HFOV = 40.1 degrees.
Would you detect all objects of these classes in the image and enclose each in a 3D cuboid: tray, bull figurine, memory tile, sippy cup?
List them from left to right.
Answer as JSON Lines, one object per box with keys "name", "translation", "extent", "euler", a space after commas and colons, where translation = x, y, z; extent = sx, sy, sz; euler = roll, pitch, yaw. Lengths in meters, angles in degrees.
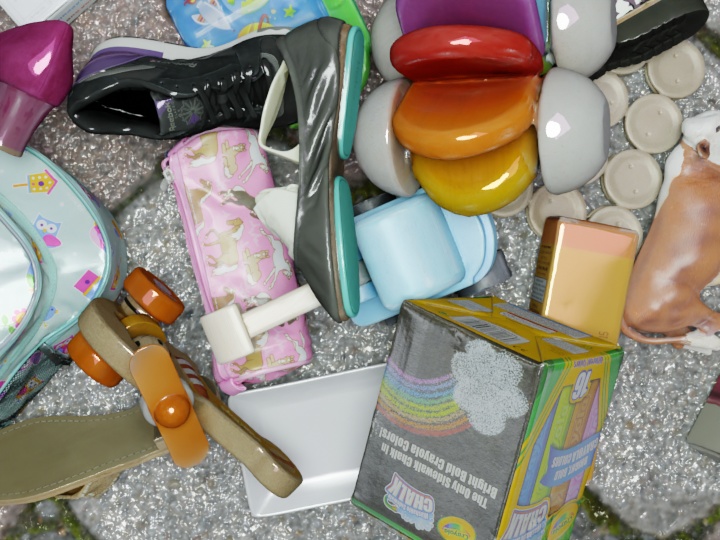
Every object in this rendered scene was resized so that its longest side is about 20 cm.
{"name": "sippy cup", "translation": [-0.074, -0.204, 0.761], "extent": [0.130, 0.140, 0.179], "euler": [-26, 55, 7]}
{"name": "tray", "translation": [0.000, 0.128, 0.794], "extent": [0.198, 0.022, 0.108], "euler": [-11, 103, -3]}
{"name": "memory tile", "translation": [0.189, -0.118, 0.820], "extent": [0.152, 0.017, 0.201], "euler": [22, 88, -2]}
{"name": "bull figurine", "translation": [0.278, -0.028, 0.795], "extent": [0.121, 0.065, 0.201], "euler": [25, 94, -7]}

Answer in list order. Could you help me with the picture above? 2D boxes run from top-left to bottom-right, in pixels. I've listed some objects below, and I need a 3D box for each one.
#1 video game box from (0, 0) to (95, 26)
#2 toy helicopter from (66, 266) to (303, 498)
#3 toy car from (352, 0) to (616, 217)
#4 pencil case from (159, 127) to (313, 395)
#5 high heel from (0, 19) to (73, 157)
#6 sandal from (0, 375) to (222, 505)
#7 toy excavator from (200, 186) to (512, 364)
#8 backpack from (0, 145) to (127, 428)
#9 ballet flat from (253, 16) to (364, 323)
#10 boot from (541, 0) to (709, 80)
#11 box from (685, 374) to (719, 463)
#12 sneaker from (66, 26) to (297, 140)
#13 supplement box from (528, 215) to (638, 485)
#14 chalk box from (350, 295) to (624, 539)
{"name": "video game box", "translation": [-0.257, -0.316, 0.791], "extent": [0.182, 0.047, 0.200], "euler": [-41, 91, -1]}
{"name": "toy helicopter", "translation": [-0.114, 0.092, 0.687], "extent": [0.200, 0.132, 0.079], "euler": [43, 89, -14]}
{"name": "toy car", "translation": [0.076, -0.146, 0.663], "extent": [0.174, 0.150, 0.202], "euler": [0, 64, 23]}
{"name": "pencil case", "translation": [-0.096, -0.009, 0.771], "extent": [0.086, 0.083, 0.202], "euler": [-15, 90, 0]}
{"name": "high heel", "translation": [-0.257, -0.158, 0.726], "extent": [0.067, 0.200, 0.097], "euler": [24, 101, -45]}
{"name": "sandal", "translation": [-0.203, 0.151, 0.768], "extent": [0.210, 0.078, 0.070], "euler": [-18, 133, -6]}
{"name": "toy excavator", "translation": [0.000, 0.000, 0.722], "extent": [0.193, 0.200, 0.101], "euler": [-22, 89, 18]}
{"name": "backpack", "translation": [-0.278, 0.002, 0.731], "extent": [0.200, 0.153, 0.176], "euler": [-44, 86, -11]}
{"name": "ballet flat", "translation": [-0.033, -0.066, 0.652], "extent": [0.068, 0.068, 0.202], "euler": [0, 83, 11]}
{"name": "boot", "translation": [0.155, -0.217, 0.789], "extent": [0.199, 0.078, 0.139], "euler": [-21, 74, 0]}
{"name": "box", "translation": [0.372, 0.084, 0.776], "extent": [0.127, 0.109, 0.201], "euler": [28, 87, -2]}
{"name": "sneaker", "translation": [-0.106, -0.119, 0.696], "extent": [0.198, 0.088, 0.076], "euler": [-2, 123, 8]}
{"name": "supplement box", "translation": [0.163, 0.061, 0.781], "extent": [0.066, 0.069, 0.202], "euler": [10, 92, -2]}
{"name": "chalk box", "translation": [0.085, 0.132, 0.704], "extent": [0.124, 0.123, 0.202], "euler": [24, 106, 37]}
